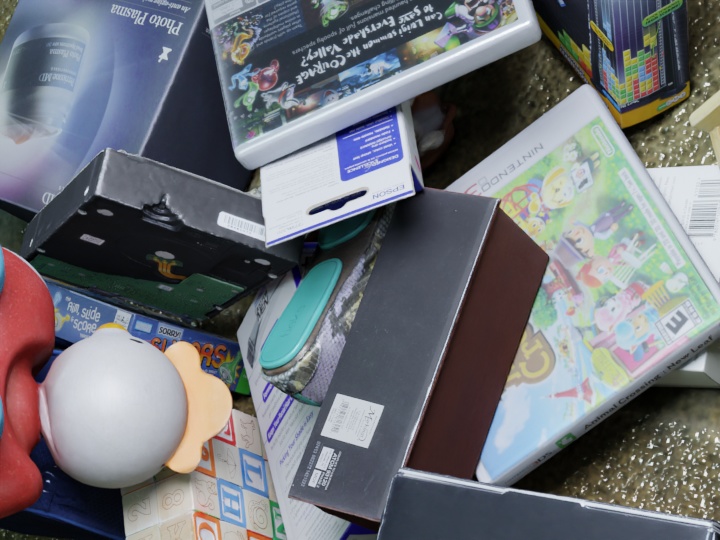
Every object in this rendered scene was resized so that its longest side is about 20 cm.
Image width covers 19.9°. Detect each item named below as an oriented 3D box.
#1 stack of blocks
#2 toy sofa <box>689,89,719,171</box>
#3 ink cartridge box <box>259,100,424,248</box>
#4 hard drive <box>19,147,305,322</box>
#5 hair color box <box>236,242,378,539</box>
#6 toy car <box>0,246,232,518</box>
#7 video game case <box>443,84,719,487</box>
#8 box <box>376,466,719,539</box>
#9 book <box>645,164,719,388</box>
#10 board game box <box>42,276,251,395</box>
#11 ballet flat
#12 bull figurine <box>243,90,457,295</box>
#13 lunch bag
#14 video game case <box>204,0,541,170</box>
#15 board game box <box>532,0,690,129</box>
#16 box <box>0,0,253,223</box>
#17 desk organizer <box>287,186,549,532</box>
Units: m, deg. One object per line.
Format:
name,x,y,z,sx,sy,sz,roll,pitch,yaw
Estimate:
stack of blocks,-0.093,0.190,1.328,0.058,0.115,0.202,-24,59,27
toy sofa,0.267,-0.021,1.176,0.083,0.097,0.202,-42,48,45
ink cartridge box,-0.014,-0.076,1.255,0.094,0.037,0.201,-20,32,9
hard drive,-0.132,-0.019,1.329,0.200,0.139,0.038,148,137,-63
hair color box,-0.018,0.093,1.314,0.110,0.064,0.201,121,140,-49
toy car,-0.180,0.069,1.281,0.198,0.185,0.179,0,68,-8
video game case,0.111,0.008,1.255,0.181,0.022,0.201,-37,52,13
box,0.133,0.200,1.096,0.199,0.196,0.125,5,75,38
book,0.139,0.002,1.278,0.199,0.048,0.135,0,69,36
board game box,-0.183,0.036,1.447,0.199,0.135,0.035,17,89,40
ballet flat,0.000,0.000,1.271,0.072,0.072,0.201,0,53,37
bull figurine,-0.021,-0.056,1.385,0.199,0.121,0.065,-38,90,10
lunch bag,-0.220,0.114,1.443,0.199,0.136,0.134,4,73,39
video game case,-0.001,-0.174,1.259,0.199,0.023,0.183,-23,56,14
board game box,0.133,-0.215,1.293,0.056,0.166,0.201,-26,51,-8
box,-0.176,-0.117,1.518,0.199,0.123,0.200,18,84,41
desk organizer,0.038,0.059,1.211,0.071,0.077,0.202,10,72,36
